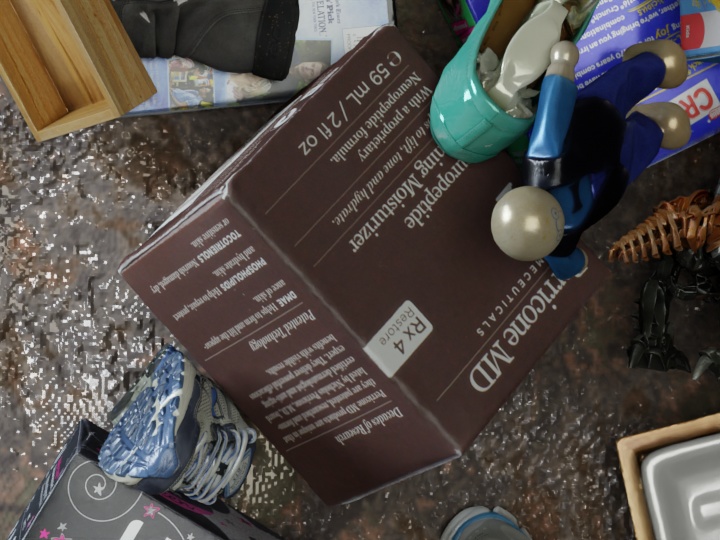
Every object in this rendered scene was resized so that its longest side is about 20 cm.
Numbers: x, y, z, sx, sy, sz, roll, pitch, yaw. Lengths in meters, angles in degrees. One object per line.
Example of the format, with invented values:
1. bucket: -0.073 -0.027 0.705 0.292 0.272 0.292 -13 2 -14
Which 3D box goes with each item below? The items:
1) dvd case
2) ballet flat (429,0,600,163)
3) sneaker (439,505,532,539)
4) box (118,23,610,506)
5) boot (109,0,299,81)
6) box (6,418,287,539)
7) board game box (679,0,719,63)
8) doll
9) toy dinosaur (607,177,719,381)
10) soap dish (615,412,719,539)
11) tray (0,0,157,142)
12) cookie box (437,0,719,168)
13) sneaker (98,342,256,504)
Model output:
1. dvd case: -0.077 -0.174 1.379 0.198 0.018 0.144 -6 93 -6
2. ballet flat: 0.106 -0.146 1.263 0.067 0.070 0.201 38 61 -18
3. sneaker: 0.128 0.236 1.393 0.200 0.087 0.075 45 86 -8
4. box: 0.000 0.000 1.299 0.200 0.164 0.166 47 58 -7
5. boot: -0.093 -0.206 1.303 0.130 0.070 0.202 8 115 -8
6. box: -0.113 0.193 1.336 0.199 0.132 0.115 31 91 -8
7. board game box: 0.275 -0.223 1.338 0.195 0.056 0.202 -1 88 -41
8. doll: 0.124 -0.064 1.236 0.048 0.200 0.138 9 123 29
9. toy dinosaur: 0.211 -0.003 1.361 0.198 0.102 0.137 7 92 -28
10. soap dish: 0.252 0.183 1.407 0.156 0.081 0.202 -14 94 -6
11. tray: -0.202 -0.179 1.309 0.037 0.098 0.201 -37 107 -35
12. cookie box: 0.147 -0.163 1.378 0.170 0.075 0.201 -25 95 -6
13. sneaker: -0.096 0.097 1.298 0.085 0.200 0.077 38 96 -7
